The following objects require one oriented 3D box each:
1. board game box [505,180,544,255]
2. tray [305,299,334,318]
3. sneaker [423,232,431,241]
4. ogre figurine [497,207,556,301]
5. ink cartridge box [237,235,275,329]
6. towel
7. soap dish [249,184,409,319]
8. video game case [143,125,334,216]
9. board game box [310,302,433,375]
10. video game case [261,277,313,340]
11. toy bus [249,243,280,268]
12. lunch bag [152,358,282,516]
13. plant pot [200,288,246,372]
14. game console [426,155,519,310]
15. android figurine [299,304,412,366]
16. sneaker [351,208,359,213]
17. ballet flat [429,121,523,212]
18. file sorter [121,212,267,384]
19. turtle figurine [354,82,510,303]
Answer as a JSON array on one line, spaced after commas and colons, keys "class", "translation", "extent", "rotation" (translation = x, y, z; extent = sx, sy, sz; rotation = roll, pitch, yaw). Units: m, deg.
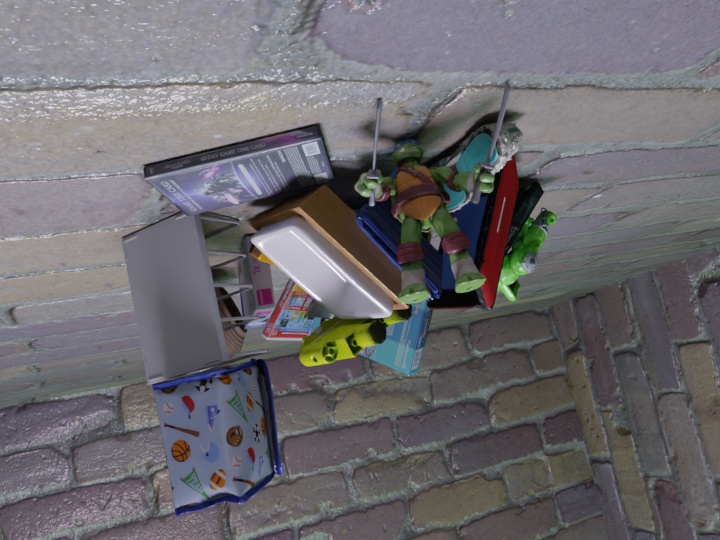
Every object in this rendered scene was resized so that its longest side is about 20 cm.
[{"class": "board game box", "translation": [0.210, -0.066, 1.075], "extent": [0.134, 0.028, 0.200], "rotation": [-23, -161, 45]}, {"class": "tray", "translation": [0.000, 0.000, 1.022], "extent": [0.200, 0.022, 0.106], "rotation": [-48, 153, 21]}, {"class": "sneaker", "translation": [0.042, -0.026, 1.160], "extent": [0.198, 0.080, 0.131], "rotation": [-36, 172, -17]}, {"class": "ogre figurine", "translation": [0.239, -0.018, 1.106], "extent": [0.196, 0.099, 0.121], "rotation": [-14, -146, 26]}, {"class": "ink cartridge box", "translation": [-0.180, 0.026, 1.116], "extent": [0.041, 0.123, 0.200], "rotation": [-6, 168, -18]}, {"class": "towel", "translation": [0.056, -0.037, 0.881], "extent": [0.024, 0.145, 0.200], "rotation": [-43, -176, 16]}, {"class": "soap dish", "translation": [-0.038, -0.021, 0.878], "extent": [0.199, 0.082, 0.156], "rotation": [42, 155, -23]}, {"class": "video game case", "translation": [-0.133, -0.112, 0.769], "extent": [0.194, 0.019, 0.143], "rotation": [-12, 168, 1]}, {"class": "board game box", "translation": [0.021, 0.065, 1.104], "extent": [0.196, 0.155, 0.047], "rotation": [19, -169, 27]}, {"class": "video game case", "translation": [-0.088, 0.030, 1.149], "extent": [0.017, 0.203, 0.142], "rotation": [29, -174, 23]}, {"class": "toy bus", "translation": [-0.080, -0.024, 1.010], "extent": [0.078, 0.066, 0.199], "rotation": [32, -172, 30]}, {"class": "lunch bag", "translation": [-0.177, 0.215, 0.905], "extent": [0.121, 0.175, 0.200], "rotation": [-11, 174, 11]}, {"class": "plant pot", "translation": [-0.271, 0.093, 1.203], "extent": [0.091, 0.204, 0.201], "rotation": [-30, 169, -2]}, {"class": "game console", "translation": [0.150, -0.057, 0.936], "extent": [0.116, 0.205, 0.173], "rotation": [9, 161, 22]}, {"class": "android figurine", "translation": [-0.015, 0.085, 0.972], "extent": [0.181, 0.042, 0.198], "rotation": [-37, -167, -35]}, {"class": "sneaker", "translation": [0.003, -0.070, 1.017], "extent": [0.080, 0.077, 0.199], "rotation": [-30, 166, 17]}, {"class": "ballet flat", "translation": [0.145, -0.132, 0.863], "extent": [0.070, 0.074, 0.199], "rotation": [-6, 167, -27]}, {"class": "file sorter", "translation": [-0.227, 0.036, 0.926], "extent": [0.136, 0.205, 0.124], "rotation": [-17, 172, 26]}, {"class": "turtle figurine", "translation": [0.073, -0.077, 0.722], "extent": [0.141, 0.199, 0.199], "rotation": [-2, 163, -32]}]
